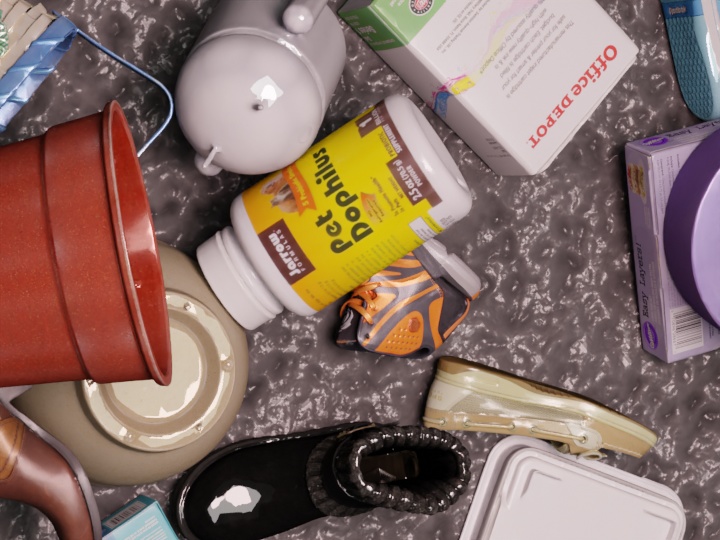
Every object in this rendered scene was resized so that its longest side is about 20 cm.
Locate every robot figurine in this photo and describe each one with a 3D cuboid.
[{"bbox_3d":[-0.076,-0.147,1.664,0.113,0.200,0.170,28,122,-6],"label":"robot figurine"}]

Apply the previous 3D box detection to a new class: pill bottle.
[{"bbox_3d":[-0.023,-0.039,1.665,0.200,0.109,0.109,-33,104,9],"label":"pill bottle"}]

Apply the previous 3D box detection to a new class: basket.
[{"bbox_3d":[-0.263,-0.114,1.619,0.200,0.139,0.177,37,84,-10],"label":"basket"}]

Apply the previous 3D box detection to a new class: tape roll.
[{"bbox_3d":[0.354,-0.030,1.784,0.199,0.085,0.201,-1,100,-8],"label":"tape roll"}]

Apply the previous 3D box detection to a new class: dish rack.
[{"bbox_3d":[0.182,0.245,1.853,0.199,0.044,0.172,21,85,-19],"label":"dish rack"}]

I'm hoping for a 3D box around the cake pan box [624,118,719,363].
[{"bbox_3d":[0.323,-0.032,1.872,0.184,0.052,0.201,-16,111,-18],"label":"cake pan box"}]

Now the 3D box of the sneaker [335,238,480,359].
[{"bbox_3d":[0.000,0.000,1.757,0.200,0.078,0.112,39,78,-18],"label":"sneaker"}]

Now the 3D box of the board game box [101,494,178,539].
[{"bbox_3d":[-0.179,0.302,1.715,0.151,0.047,0.200,-33,103,-17],"label":"board game box"}]

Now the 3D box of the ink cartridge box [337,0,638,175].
[{"bbox_3d":[0.106,-0.195,1.787,0.200,0.084,0.145,44,77,-16],"label":"ink cartridge box"}]

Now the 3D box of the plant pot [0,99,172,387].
[{"bbox_3d":[-0.245,-0.002,1.505,0.194,0.201,0.202,-10,96,1],"label":"plant pot"}]

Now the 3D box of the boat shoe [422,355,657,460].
[{"bbox_3d":[0.150,0.127,1.824,0.200,0.073,0.063,18,92,-18],"label":"boat shoe"}]

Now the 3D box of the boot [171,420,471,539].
[{"bbox_3d":[-0.033,0.167,1.706,0.210,0.158,0.080,-19,98,-19],"label":"boot"}]

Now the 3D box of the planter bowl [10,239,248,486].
[{"bbox_3d":[-0.170,0.073,1.665,0.199,0.135,0.201,-1,93,-21],"label":"planter bowl"}]

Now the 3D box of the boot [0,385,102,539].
[{"bbox_3d":[-0.304,0.166,1.569,0.200,0.068,0.189,-32,105,-18],"label":"boot"}]

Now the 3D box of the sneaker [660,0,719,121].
[{"bbox_3d":[0.329,-0.239,1.875,0.130,0.080,0.201,-16,107,-18],"label":"sneaker"}]
